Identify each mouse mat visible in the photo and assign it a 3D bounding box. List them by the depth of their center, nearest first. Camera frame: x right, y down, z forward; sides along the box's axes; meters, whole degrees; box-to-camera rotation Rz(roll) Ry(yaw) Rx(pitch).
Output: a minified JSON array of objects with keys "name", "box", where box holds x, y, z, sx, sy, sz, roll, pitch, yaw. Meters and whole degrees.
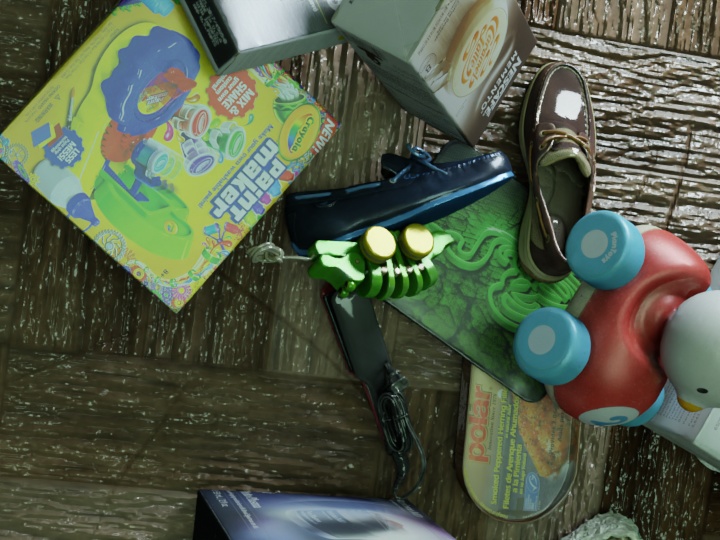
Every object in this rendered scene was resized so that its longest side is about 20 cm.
[{"name":"mouse mat","box":[0.118,0.000,1.246,0.200,0.008,0.161,35,80,-4]}]

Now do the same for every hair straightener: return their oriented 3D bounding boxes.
[{"name":"hair straightener","box":[0.015,0.106,1.219,0.041,0.077,0.201,-17,99,-15]}]

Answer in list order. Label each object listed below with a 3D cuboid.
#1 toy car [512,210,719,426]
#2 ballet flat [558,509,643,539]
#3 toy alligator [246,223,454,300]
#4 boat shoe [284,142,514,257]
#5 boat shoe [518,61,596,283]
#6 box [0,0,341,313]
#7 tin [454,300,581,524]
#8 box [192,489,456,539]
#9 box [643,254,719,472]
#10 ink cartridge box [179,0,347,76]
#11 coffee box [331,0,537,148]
[{"name":"toy car","box":[0.265,0.072,1.164,0.184,0.200,0.177,29,91,-49]},{"name":"ballet flat","box":[0.174,0.287,1.283,0.200,0.072,0.072,-36,102,-8]},{"name":"toy alligator","box":[0.000,0.000,1.170,0.199,0.059,0.055,-6,68,-33]},{"name":"boat shoe","box":[0.030,-0.071,1.201,0.199,0.084,0.069,-18,80,-7]},{"name":"boat shoe","box":[0.178,-0.092,1.229,0.072,0.072,0.201,11,76,-10]},{"name":"box","box":[-0.159,-0.108,1.135,0.193,0.122,0.200,42,84,-15]},{"name":"tin","box":[0.142,0.126,1.275,0.111,0.042,0.201,5,93,-19]},{"name":"box","box":[-0.030,0.259,1.160,0.197,0.200,0.124,6,93,-16]},{"name":"box","box":[0.394,0.104,1.288,0.198,0.131,0.201,30,87,-15]},{"name":"ink cartridge box","box":[-0.076,-0.264,1.107,0.200,0.047,0.198,-24,85,-43]},{"name":"coffee box","box":[0.065,-0.194,1.141,0.080,0.200,0.115,30,88,23]}]
